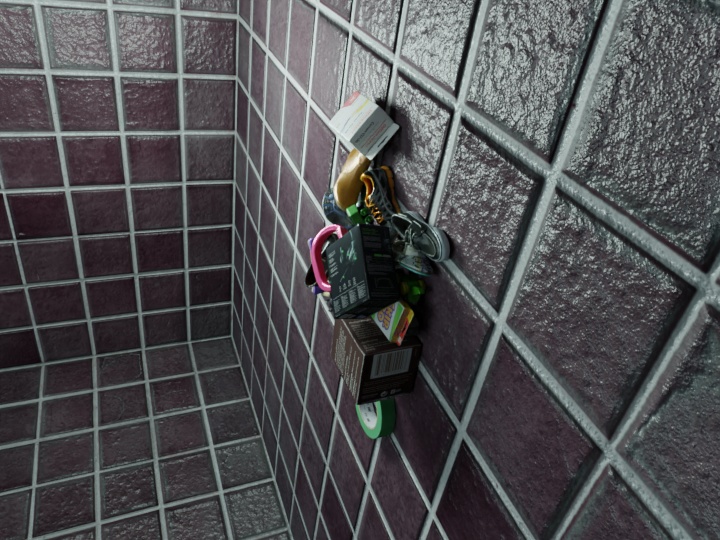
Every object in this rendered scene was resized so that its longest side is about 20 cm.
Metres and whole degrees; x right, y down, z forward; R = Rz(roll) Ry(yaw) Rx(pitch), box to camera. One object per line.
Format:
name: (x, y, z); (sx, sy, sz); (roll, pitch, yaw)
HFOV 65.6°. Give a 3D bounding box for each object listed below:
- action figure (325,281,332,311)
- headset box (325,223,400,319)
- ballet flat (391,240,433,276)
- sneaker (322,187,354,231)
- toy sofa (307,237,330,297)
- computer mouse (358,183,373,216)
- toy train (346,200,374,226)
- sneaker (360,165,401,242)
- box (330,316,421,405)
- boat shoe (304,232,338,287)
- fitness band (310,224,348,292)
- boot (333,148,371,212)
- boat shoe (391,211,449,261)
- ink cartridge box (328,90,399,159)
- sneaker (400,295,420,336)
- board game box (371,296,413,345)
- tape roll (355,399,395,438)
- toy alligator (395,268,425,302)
action figure: (-0.066, 0.054, 1.742); (0.118, 0.101, 0.203); (-25, 83, 52)
headset box: (0.000, 0.000, 1.371); (0.174, 0.092, 0.203); (-33, 60, 52)
ballet flat: (0.113, -0.037, 1.341); (0.200, 0.071, 0.073); (-158, 64, -63)
sneaker: (-0.052, -0.150, 1.654); (0.202, 0.075, 0.077); (68, -165, 11)
toy sofa: (-0.110, -0.016, 1.840); (0.083, 0.096, 0.204); (-177, 83, -67)
computer mouse: (0.004, -0.214, 1.570); (0.200, 0.052, 0.140); (-130, 41, -53)
toy train: (0.020, -0.102, 1.441); (0.042, 0.056, 0.201); (62, -177, 40)
sneaker: (0.051, -0.168, 1.439); (0.078, 0.076, 0.203); (-35, 65, 62)
box: (0.034, 0.210, 1.460); (0.200, 0.163, 0.166); (-126, 36, -51)
boat shoe: (-0.108, -0.027, 1.645); (0.072, 0.067, 0.201); (51, 131, 27)
fitness band: (-0.078, -0.035, 1.541); (0.143, 0.037, 0.202); (-39, 52, 31)
boot: (-0.007, -0.266, 1.482); (0.144, 0.070, 0.203); (-47, 29, 43)
boat shoe: (0.131, -0.075, 1.276); (0.200, 0.070, 0.073); (-133, 42, -54)
ink cartridge box: (0.007, -0.374, 1.434); (0.117, 0.067, 0.200); (-49, 38, 8)
sneaker: (0.091, 0.096, 1.406); (0.201, 0.073, 0.080); (-126, 32, -51)
board game box: (0.063, 0.090, 1.378); (0.200, 0.030, 0.097); (49, 124, 49)
tape roll: (0.039, 0.389, 1.648); (0.200, 0.047, 0.204); (173, 90, -67)
toy alligator: (0.105, 0.034, 1.382); (0.200, 0.058, 0.055); (-138, 47, -58)
